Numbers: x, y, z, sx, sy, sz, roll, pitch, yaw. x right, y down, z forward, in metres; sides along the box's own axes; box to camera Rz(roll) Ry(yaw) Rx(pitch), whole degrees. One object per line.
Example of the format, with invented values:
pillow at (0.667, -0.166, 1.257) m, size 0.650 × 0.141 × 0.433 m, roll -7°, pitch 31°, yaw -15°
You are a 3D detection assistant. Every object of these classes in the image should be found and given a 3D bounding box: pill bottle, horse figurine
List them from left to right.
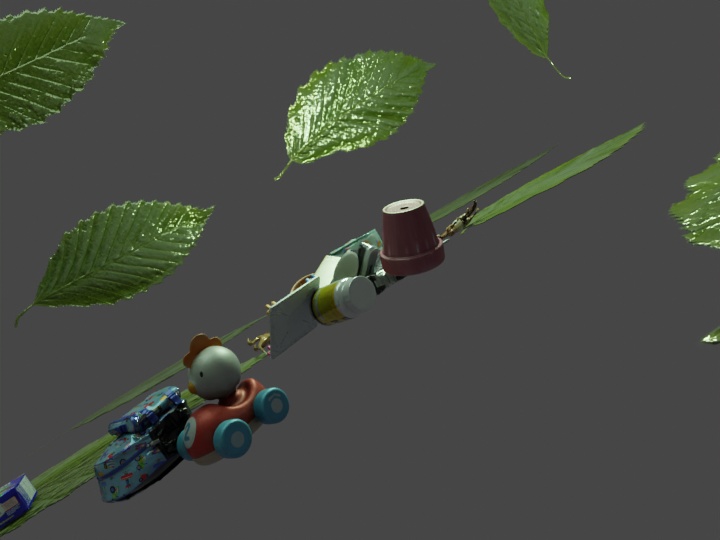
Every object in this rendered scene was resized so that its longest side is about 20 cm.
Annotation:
pill bottle at (-0.051, 0.085, 1.488) m, size 0.114 × 0.116 × 0.199 m, roll -33°, pitch 7°, yaw -38°
horse figurine at (0.368, -0.178, 1.976) m, size 0.199 × 0.050 × 0.133 m, roll -40°, pitch -8°, yaw -20°

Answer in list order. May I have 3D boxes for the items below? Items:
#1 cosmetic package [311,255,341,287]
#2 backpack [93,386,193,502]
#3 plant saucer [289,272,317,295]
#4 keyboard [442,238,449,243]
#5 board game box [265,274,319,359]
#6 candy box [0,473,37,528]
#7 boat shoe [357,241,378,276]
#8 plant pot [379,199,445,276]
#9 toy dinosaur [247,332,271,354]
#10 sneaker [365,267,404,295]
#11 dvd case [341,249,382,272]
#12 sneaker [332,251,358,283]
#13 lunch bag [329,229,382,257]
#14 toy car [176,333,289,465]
cosmetic package at (-0.111, 0.054, 1.707) m, size 0.072 × 0.105 × 0.201 m, roll 9°, pitch 39°, yaw 18°
backpack at (-0.421, 0.338, 1.016) m, size 0.199 × 0.136 × 0.181 m, roll -37°, pitch 9°, yaw -39°
plant saucer at (-0.140, 0.090, 1.789) m, size 0.196 × 0.038 × 0.202 m, roll -4°, pitch 46°, yaw 4°
keyboard at (0.229, -0.060, 1.886) m, size 0.198 × 0.011 × 0.056 m, roll -31°, pitch 6°, yaw -14°
board game box at (-0.196, 0.133, 1.544) m, size 0.026 × 0.203 × 0.199 m, roll 29°, pitch 43°, yaw 27°
candy box at (-0.967, 0.635, 1.403) m, size 0.168 × 0.078 × 0.199 m, roll -33°, pitch 5°, yaw -27°
boat shoe at (0.000, 0.000, 1.682) m, size 0.069 × 0.066 × 0.203 m, roll -29°, pitch -38°, yaw -44°
plant pot at (0.143, -0.106, 1.580) m, size 0.196 × 0.182 × 0.201 m, roll -11°, pitch 20°, yaw 4°
toy dinosaur at (-0.333, 0.240, 1.801) m, size 0.105 × 0.061 × 0.200 m, roll -26°, pitch 7°, yaw 19°
sneaker at (0.057, 0.035, 1.662) m, size 0.198 × 0.067 × 0.090 m, roll -27°, pitch 2°, yaw -18°
dvd case at (0.007, -0.025, 1.824) m, size 0.197 × 0.016 × 0.149 m, roll 1°, pitch 37°, yaw 28°
sneaker at (-0.053, 0.038, 1.659) m, size 0.082 × 0.073 × 0.204 m, roll -48°, pitch -23°, yaw -84°
lunch bag at (0.009, -0.039, 1.981) m, size 0.197 × 0.173 × 0.122 m, roll -28°, pitch 2°, yaw 3°
toy car at (-0.263, 0.216, 0.946) m, size 0.183 × 0.202 × 0.176 m, roll -23°, pitch 8°, yaw 45°
